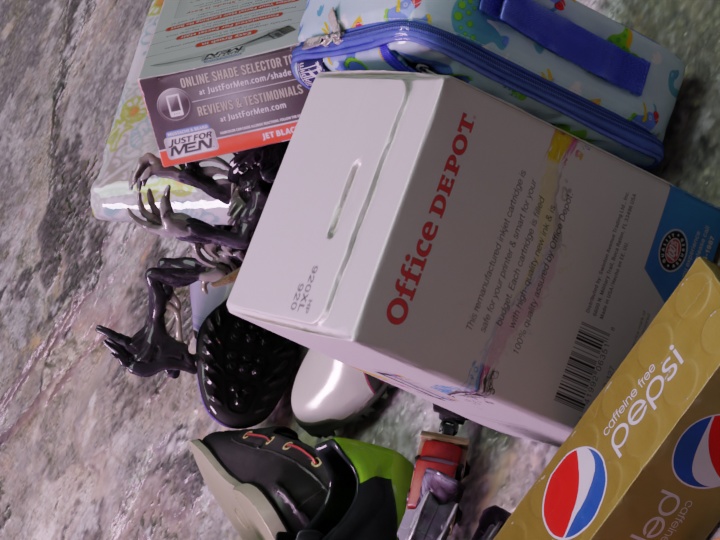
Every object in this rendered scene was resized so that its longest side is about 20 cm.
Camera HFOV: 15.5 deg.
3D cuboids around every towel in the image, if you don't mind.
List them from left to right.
[{"bbox_3d":[-0.082,-0.117,1.808,0.171,0.048,0.201,0,58,25],"label":"towel"}]

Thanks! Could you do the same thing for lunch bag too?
[{"bbox_3d":[0.072,-0.116,1.482,0.161,0.200,0.083,-4,66,57],"label":"lunch bag"}]

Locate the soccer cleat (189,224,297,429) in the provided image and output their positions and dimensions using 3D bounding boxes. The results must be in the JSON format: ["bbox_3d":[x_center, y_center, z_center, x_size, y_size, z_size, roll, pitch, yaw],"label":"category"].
[{"bbox_3d":[-0.085,0.034,1.780,0.073,0.068,0.201,119,155,-46],"label":"soccer cleat"}]

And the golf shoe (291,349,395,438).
[{"bbox_3d":[0.001,0.012,1.623,0.200,0.088,0.077,-56,32,20],"label":"golf shoe"}]

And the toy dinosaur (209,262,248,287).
[{"bbox_3d":[0.000,0.000,1.505,0.060,0.200,0.107,-9,60,31],"label":"toy dinosaur"}]

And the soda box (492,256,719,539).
[{"bbox_3d":[0.150,0.096,1.340,0.200,0.064,0.068,-55,32,17],"label":"soda box"}]

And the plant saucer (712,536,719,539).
[{"bbox_3d":[0.166,0.215,1.256,0.200,0.037,0.201,-37,40,40],"label":"plant saucer"}]

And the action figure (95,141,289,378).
[{"bbox_3d":[-0.104,-0.031,1.679,0.200,0.102,0.119,-61,7,7],"label":"action figure"}]

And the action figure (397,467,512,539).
[{"bbox_3d":[0.017,0.209,1.427,0.201,0.130,0.069,-63,12,-7],"label":"action figure"}]

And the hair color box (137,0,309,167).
[{"bbox_3d":[-0.073,-0.138,1.682,0.110,0.064,0.200,-12,21,7],"label":"hair color box"}]

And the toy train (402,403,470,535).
[{"bbox_3d":[0.043,0.125,1.509,0.046,0.034,0.201,86,-163,-71],"label":"toy train"}]

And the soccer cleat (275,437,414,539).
[{"bbox_3d":[-0.018,0.194,1.525,0.067,0.081,0.201,-14,57,54],"label":"soccer cleat"}]

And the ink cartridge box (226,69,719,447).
[{"bbox_3d":[0.062,-0.004,1.418,0.144,0.200,0.148,8,76,60],"label":"ink cartridge box"}]

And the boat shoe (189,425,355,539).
[{"bbox_3d":[-0.056,0.135,1.656,0.063,0.074,0.201,-32,15,-13],"label":"boat shoe"}]
